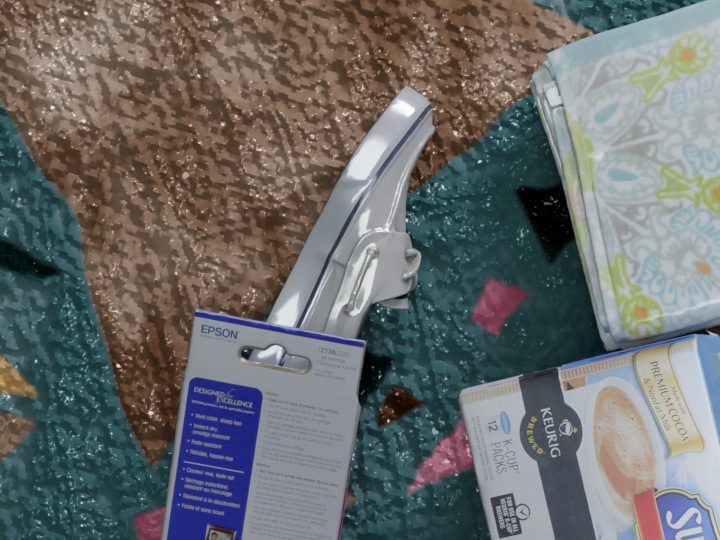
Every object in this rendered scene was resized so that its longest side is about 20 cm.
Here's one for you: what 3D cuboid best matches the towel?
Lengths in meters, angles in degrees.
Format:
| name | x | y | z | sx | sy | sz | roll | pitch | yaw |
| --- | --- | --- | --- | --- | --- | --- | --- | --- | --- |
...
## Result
| name | x | y | z | sx | sy | sz | roll | pitch | yaw |
| --- | --- | --- | --- | --- | --- | --- | --- | --- | --- |
| towel | 0.202 | -0.061 | 1.422 | 0.199 | 0.048 | 0.172 | -17 | 75 | 13 |

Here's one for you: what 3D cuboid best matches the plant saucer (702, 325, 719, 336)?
| name | x | y | z | sx | sy | sz | roll | pitch | yaw |
| --- | --- | --- | --- | --- | --- | --- | --- | --- | --- |
| plant saucer | 0.264 | -0.028 | 1.462 | 0.199 | 0.029 | 0.201 | 0 | 84 | 4 |

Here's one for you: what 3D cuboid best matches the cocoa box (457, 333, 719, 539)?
| name | x | y | z | sx | sy | sz | roll | pitch | yaw |
| --- | --- | --- | --- | --- | --- | --- | --- | --- | --- |
| cocoa box | 0.148 | 0.142 | 1.390 | 0.131 | 0.133 | 0.201 | -14 | 84 | 16 |

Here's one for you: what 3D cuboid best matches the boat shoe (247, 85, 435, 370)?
| name | x | y | z | sx | sy | sz | roll | pitch | yaw |
| --- | --- | --- | --- | --- | --- | --- | --- | --- | --- |
| boat shoe | 0.000 | 0.000 | 1.453 | 0.066 | 0.072 | 0.201 | 27 | 88 | 3 |

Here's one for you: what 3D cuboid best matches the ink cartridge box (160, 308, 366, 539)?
| name | x | y | z | sx | sy | sz | roll | pitch | yaw |
| --- | --- | --- | --- | --- | --- | --- | --- | --- | --- |
| ink cartridge box | -0.055 | 0.120 | 1.432 | 0.094 | 0.037 | 0.201 | 10 | 108 | 5 |
